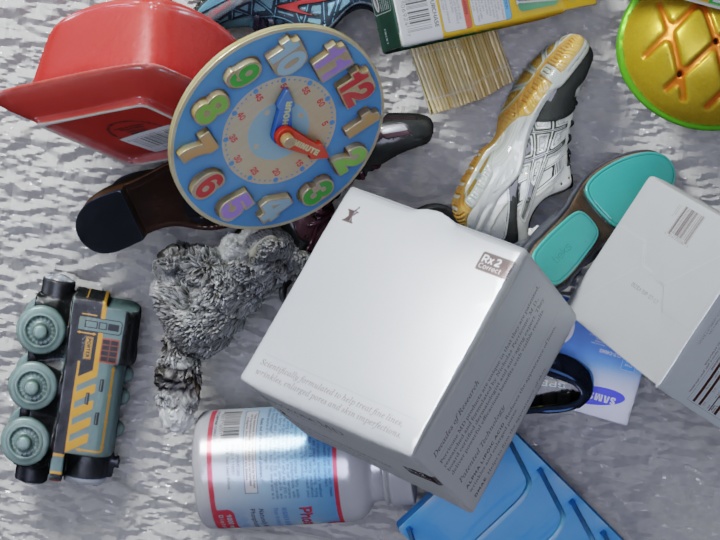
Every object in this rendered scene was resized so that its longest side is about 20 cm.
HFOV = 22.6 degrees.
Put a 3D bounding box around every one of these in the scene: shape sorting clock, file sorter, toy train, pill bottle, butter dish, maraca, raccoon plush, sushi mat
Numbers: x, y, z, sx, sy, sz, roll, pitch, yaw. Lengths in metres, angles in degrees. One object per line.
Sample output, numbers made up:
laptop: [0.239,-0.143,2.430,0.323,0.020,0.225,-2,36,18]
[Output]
shape sorting clock: [-0.069,-0.119,1.539,0.198,0.039,0.202,-18,130,-22]
file sorter: [0.155,0.269,1.615,0.139,0.123,0.200,-43,110,8]
toy train: [-0.271,0.106,1.693,0.113,0.085,0.202,9,96,-5]
pill bottle: [-0.050,0.179,1.661,0.198,0.109,0.110,-3,95,6]
butter dish: [-0.190,-0.187,1.595,0.198,0.199,0.150,-7,71,34]
maraca: [0.323,-0.187,1.591,0.198,0.107,0.139,16,90,-1]
raccoon plush: [-0.110,0.047,1.637,0.133,0.096,0.203,-1,93,34]
sushi mat: [0.070,-0.248,1.630,0.095,0.012,0.202,-22,97,-29]

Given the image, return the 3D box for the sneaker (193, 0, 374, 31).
sneaker: [-0.057,-0.236,1.638,0.198,0.079,0.097,-17,96,7]

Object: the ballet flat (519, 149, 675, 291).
ballet flat: [0.202,-0.042,1.625,0.200,0.073,0.073,-39,91,-28]

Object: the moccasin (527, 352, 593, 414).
moccasin: [0.109,0.092,1.614,0.198,0.068,0.081,-3,97,7]

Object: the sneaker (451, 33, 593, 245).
sneaker: [0.165,-0.116,1.640,0.087,0.076,0.201,28,101,-13]

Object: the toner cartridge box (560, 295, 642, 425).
toner cartridge box: [0.163,0.067,1.662,0.198,0.043,0.096,15,99,4]

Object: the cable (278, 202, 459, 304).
cable: [0.000,0.000,1.679,0.097,0.050,0.200,43,88,-6]

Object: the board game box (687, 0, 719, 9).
board game box: [0.315,-0.279,1.572,0.198,0.135,0.034,16,134,4]

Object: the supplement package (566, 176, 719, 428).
supplement package: [0.318,0.050,1.538,0.199,0.191,0.148,31,97,-25]

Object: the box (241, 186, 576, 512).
box: [0.042,0.064,1.531,0.198,0.131,0.201,21,74,37]

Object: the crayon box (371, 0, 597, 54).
crayon box: [0.102,-0.275,1.604,0.198,0.051,0.127,-14,94,-21]

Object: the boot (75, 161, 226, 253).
boot: [-0.159,-0.079,1.646,0.198,0.097,0.075,-13,111,9]

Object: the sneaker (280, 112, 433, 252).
sneaker: [-0.020,-0.076,1.659,0.198,0.076,0.117,-10,100,17]
